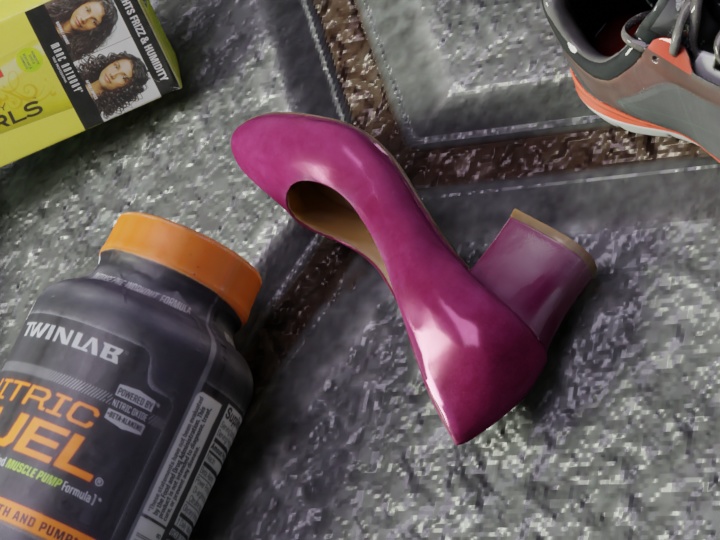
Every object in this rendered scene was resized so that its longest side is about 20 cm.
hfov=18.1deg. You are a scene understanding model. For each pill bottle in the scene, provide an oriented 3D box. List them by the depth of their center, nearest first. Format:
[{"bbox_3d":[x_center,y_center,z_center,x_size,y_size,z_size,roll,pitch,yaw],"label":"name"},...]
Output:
[{"bbox_3d":[-0.114,0.076,0.976,0.106,0.106,0.200,11,71,40],"label":"pill bottle"}]

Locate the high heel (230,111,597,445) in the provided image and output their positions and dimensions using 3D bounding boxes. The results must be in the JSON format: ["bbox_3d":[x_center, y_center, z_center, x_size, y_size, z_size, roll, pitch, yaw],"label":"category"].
[{"bbox_3d":[0.000,0.000,0.966,0.200,0.067,0.096,28,71,30],"label":"high heel"}]

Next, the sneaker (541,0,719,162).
[{"bbox_3d":[0.149,-0.080,0.893,0.200,0.082,0.077,16,74,41],"label":"sneaker"}]

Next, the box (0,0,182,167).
[{"bbox_3d":[-0.194,-0.089,1.115,0.200,0.075,0.050,-22,29,3],"label":"box"}]
